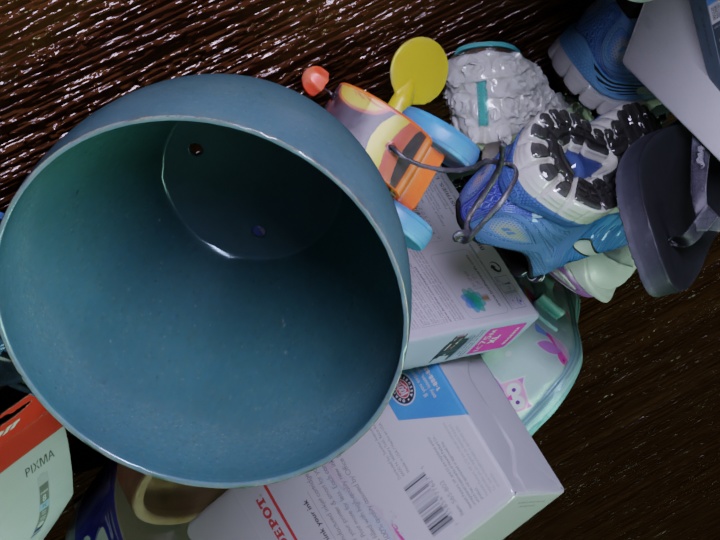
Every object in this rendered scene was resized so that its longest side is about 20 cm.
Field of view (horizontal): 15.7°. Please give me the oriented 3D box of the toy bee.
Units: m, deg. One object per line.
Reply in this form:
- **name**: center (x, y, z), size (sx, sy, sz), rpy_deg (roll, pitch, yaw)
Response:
- **toy bee**: center (0.010, -0.070, 1.365), size (0.131, 0.108, 0.200), rpy_deg (-62, -169, -28)

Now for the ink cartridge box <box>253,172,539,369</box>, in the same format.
- **ink cartridge box**: center (0.000, 0.000, 1.461), size (0.199, 0.120, 0.042), rpy_deg (-8, 149, -49)

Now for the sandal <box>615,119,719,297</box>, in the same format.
- **sandal**: center (0.187, -0.053, 1.416), size (0.043, 0.077, 0.200), rpy_deg (-16, -161, 32)

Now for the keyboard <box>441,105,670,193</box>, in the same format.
- **keyboard**: center (0.113, -0.048, 1.642), size (0.199, 0.040, 0.104), rpy_deg (-17, 155, -34)

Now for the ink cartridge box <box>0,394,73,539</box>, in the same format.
- **ink cartridge box**: center (-0.223, 0.145, 1.523), size (0.160, 0.047, 0.200), rpy_deg (-37, 170, -42)

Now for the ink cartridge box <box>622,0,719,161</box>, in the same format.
- **ink cartridge box**: center (0.229, -0.135, 1.328), size (0.044, 0.176, 0.201), rpy_deg (-17, 140, -34)

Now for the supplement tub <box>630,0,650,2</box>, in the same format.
- **supplement tub**: center (0.180, -0.221, 1.193), size (0.199, 0.123, 0.123), rpy_deg (-30, 161, -3)

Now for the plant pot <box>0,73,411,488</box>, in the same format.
- **plant pot**: center (-0.065, -0.016, 1.269), size (0.200, 0.200, 0.135), rpy_deg (-43, -164, 29)

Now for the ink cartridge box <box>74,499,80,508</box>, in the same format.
- **ink cartridge box**: center (-0.110, 0.234, 1.741), size (0.059, 0.201, 0.104), rpy_deg (-32, 160, 2)

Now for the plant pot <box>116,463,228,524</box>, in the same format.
- **plant pot**: center (-0.066, 0.057, 1.542), size (0.200, 0.093, 0.201), rpy_deg (-29, 162, -11)

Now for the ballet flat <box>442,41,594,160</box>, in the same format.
- **ballet flat**: center (0.090, -0.074, 1.497), size (0.072, 0.072, 0.200), rpy_deg (-35, 159, 11)

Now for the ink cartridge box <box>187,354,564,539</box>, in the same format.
- **ink cartridge box**: center (0.006, 0.140, 1.539), size (0.200, 0.116, 0.068), rpy_deg (-40, 159, 23)

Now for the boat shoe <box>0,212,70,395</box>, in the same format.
- **boat shoe**: center (-0.173, 0.022, 1.327), size (0.084, 0.069, 0.200), rpy_deg (-36, 160, 11)

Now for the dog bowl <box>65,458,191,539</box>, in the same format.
- **dog bowl**: center (-0.083, 0.182, 1.657), size (0.199, 0.201, 0.079), rpy_deg (-14, 151, -42)

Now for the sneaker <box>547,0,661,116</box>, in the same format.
- **sneaker**: center (0.205, -0.144, 1.494), size (0.199, 0.079, 0.090), rpy_deg (-17, 153, -37)

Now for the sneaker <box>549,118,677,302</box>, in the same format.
- **sneaker**: center (0.154, -0.046, 1.562), size (0.100, 0.075, 0.200), rpy_deg (-51, 177, 23)

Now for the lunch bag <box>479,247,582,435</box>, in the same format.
- **lunch bag**: center (0.072, 0.065, 1.661), size (0.160, 0.077, 0.200), rpy_deg (-43, -167, 15)

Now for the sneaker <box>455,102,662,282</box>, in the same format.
- **sneaker**: center (0.116, -0.042, 1.436), size (0.089, 0.079, 0.199), rpy_deg (-29, 162, 30)
